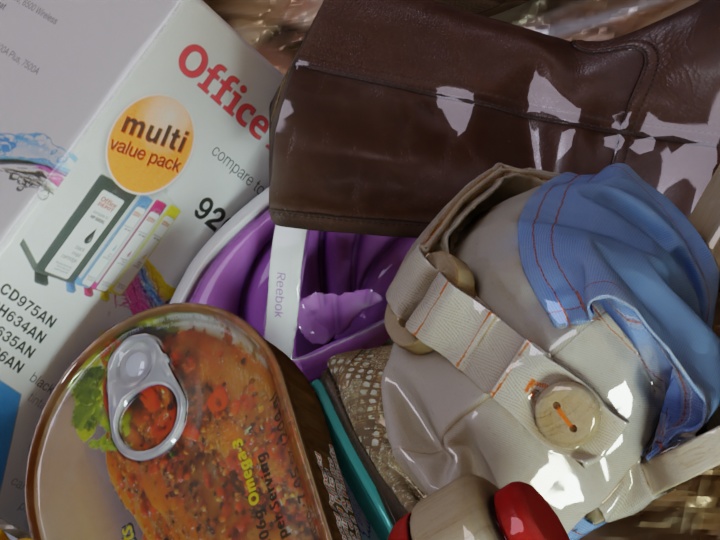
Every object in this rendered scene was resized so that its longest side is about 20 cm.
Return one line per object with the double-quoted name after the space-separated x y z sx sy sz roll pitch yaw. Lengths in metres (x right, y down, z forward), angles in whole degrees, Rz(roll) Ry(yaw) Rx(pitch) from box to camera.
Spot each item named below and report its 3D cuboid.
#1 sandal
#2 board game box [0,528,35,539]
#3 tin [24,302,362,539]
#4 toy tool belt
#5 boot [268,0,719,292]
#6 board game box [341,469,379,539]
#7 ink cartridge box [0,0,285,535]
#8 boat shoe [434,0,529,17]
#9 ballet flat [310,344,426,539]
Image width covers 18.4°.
-0.006 -0.005 0.827 0.203 0.082 0.050 -51 15 -4 "sandal"
-0.222 0.141 0.778 0.200 0.026 0.199 -41 30 -24 "board game box"
-0.053 0.106 0.759 0.111 0.042 0.201 -27 57 14 "tin"
0.073 0.028 0.659 0.122 0.125 0.200 -33 14 17 "toy tool belt"
0.068 -0.089 0.796 0.198 0.064 0.188 10 69 15 "boot"
-0.063 0.189 0.780 0.199 0.041 0.200 -34 48 14 "board game box"
-0.121 -0.017 0.880 0.144 0.147 0.201 32 84 44 "ink cartridge box"
0.093 -0.156 0.866 0.199 0.072 0.065 -18 53 29 "boat shoe"
0.042 0.096 0.750 0.065 0.071 0.201 -21 52 -5 "ballet flat"
